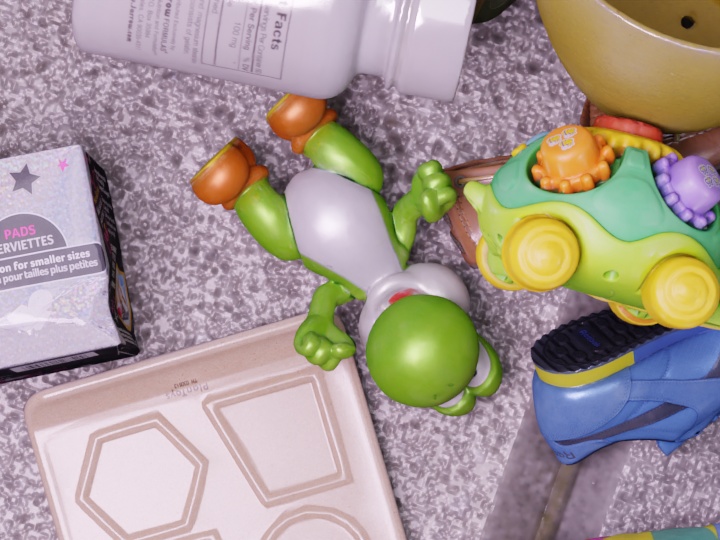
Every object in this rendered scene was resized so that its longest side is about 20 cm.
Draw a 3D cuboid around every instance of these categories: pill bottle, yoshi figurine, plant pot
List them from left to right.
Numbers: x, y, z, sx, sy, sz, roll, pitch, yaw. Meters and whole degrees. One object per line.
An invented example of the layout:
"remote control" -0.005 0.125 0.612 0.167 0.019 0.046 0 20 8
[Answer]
"pill bottle" -0.041 -0.150 1.529 0.200 0.114 0.115 11 86 0
"yoshi figurine" 0.004 -0.002 1.597 0.200 0.112 0.112 49 47 -5
"plant pot" 0.173 -0.153 1.565 0.200 0.142 0.200 4 58 -7

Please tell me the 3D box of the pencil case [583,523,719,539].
"pencil case" 0.167 0.182 1.621 0.200 0.088 0.089 -6 86 1

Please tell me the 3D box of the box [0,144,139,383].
"box" -0.231 0.007 1.599 0.200 0.132 0.115 -12 86 -1

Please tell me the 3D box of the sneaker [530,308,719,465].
"sneaker" 0.190 0.051 1.646 0.200 0.066 0.079 -19 116 -10

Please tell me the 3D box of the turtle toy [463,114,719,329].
"turtle toy" 0.152 -0.024 1.555 0.200 0.146 0.101 15 89 -6

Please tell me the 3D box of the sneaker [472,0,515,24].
"sneaker" 0.138 -0.202 1.652 0.090 0.067 0.200 38 83 6

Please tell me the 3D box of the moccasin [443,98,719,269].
"moccasin" 0.139 -0.069 1.646 0.201 0.074 0.078 -20 96 7

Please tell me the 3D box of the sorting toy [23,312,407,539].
"sorting toy" -0.073 0.140 1.645 0.185 0.036 0.200 -16 91 -2
